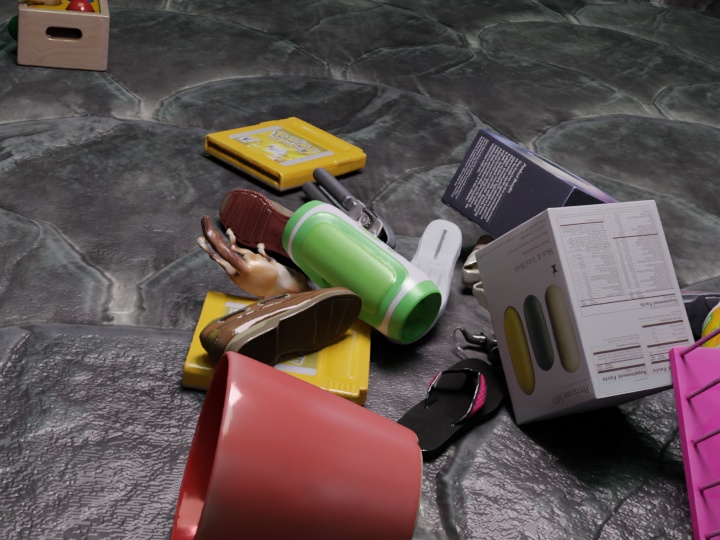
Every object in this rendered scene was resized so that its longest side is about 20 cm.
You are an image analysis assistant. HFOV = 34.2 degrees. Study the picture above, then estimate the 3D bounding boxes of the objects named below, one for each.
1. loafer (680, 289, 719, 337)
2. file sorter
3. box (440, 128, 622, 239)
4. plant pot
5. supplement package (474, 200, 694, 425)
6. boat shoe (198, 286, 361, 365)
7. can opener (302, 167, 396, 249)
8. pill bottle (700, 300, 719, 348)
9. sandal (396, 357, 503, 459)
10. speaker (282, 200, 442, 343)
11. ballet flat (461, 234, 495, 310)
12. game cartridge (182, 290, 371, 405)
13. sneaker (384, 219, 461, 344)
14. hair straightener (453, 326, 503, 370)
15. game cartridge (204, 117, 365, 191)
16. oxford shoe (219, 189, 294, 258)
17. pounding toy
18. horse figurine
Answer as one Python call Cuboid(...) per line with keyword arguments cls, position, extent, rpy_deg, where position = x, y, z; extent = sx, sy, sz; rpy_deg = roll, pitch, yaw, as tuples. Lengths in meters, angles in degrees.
Cuboid(cls="loafer", position=(0.435, 0.050, 1.528), extent=(0.198, 0.072, 0.063), rpy_deg=(7, 22, 0))
Cuboid(cls="file sorter", position=(0.402, 0.157, 1.133), extent=(0.138, 0.126, 0.201), rpy_deg=(3, 68, -13))
Cuboid(cls="box", position=(0.256, -0.078, 1.587), extent=(0.199, 0.124, 0.198), rpy_deg=(18, 17, -43))
Cuboid(cls="plant pot", position=(-0.052, 0.183, 0.982), extent=(0.176, 0.201, 0.201), rpy_deg=(14, 25, -12))
Cuboid(cls="supplement package", position=(0.244, 0.046, 1.271), extent=(0.150, 0.201, 0.152), rpy_deg=(-6, -14, -29))
Cuboid(cls="boat shoe", position=(-0.085, 0.051, 1.276), extent=(0.068, 0.072, 0.199), rpy_deg=(32, 34, 34))
Cuboid(cls="can opener", position=(-0.015, -0.080, 1.664), extent=(0.067, 0.053, 0.200), rpy_deg=(31, 10, -38))
Cuboid(cls="pill bottle", position=(0.462, 0.097, 1.395), extent=(0.110, 0.112, 0.200), rpy_deg=(16, 27, 11))
Cuboid(cls="sandal", position=(0.101, 0.138, 1.263), extent=(0.075, 0.045, 0.200), rpy_deg=(22, 29, 22))
Cuboid(cls="speaker", position=(0.000, 0.000, 1.377), extent=(0.200, 0.089, 0.088), rpy_deg=(38, 37, 28))
Cuboid(cls="ballet flat", position=(0.170, 0.012, 1.516), extent=(0.067, 0.069, 0.200), rpy_deg=(-7, 29, -15))
Cuboid(cls="game cartridge", position=(-0.088, 0.087, 1.314), extent=(0.198, 0.033, 0.177), rpy_deg=(8, 27, -2))
Cuboid(cls="sneaker", position=(0.080, 0.027, 1.455), extent=(0.073, 0.071, 0.200), rpy_deg=(21, 49, 12))
Cuboid(cls="hair straightener", position=(0.205, 0.100, 1.378), extent=(0.199, 0.041, 0.077), rpy_deg=(13, 27, 4))
Cuboid(cls="game cartridge", position=(-0.113, -0.187, 1.825), extent=(0.176, 0.033, 0.199), rpy_deg=(29, 33, 32))
Cuboid(cls="oxford shoe", position=(-0.109, -0.052, 1.565), extent=(0.199, 0.071, 0.075), rpy_deg=(29, 6, 36))
Cuboid(cls="pounding toy", position=(-0.551, -0.450, 2.083), extent=(0.199, 0.143, 0.184), rpy_deg=(2, 27, -16))
Cuboid(cls="horse figurine", position=(-0.116, 0.000, 1.411), extent=(0.200, 0.050, 0.132), rpy_deg=(25, 12, -47))
